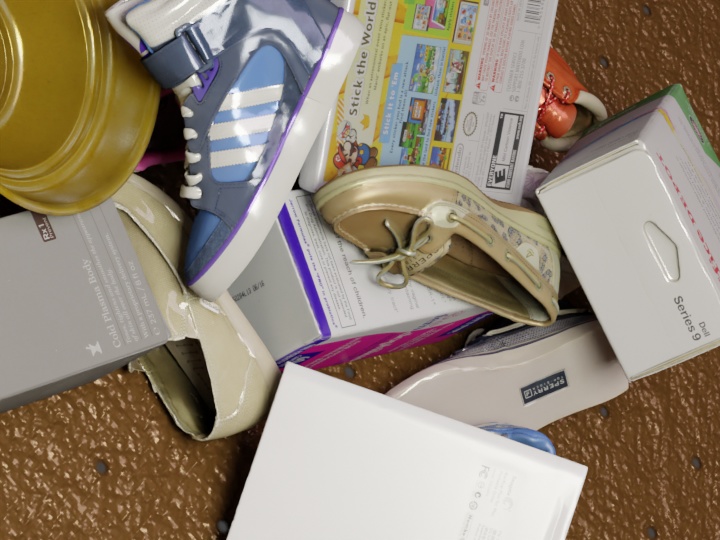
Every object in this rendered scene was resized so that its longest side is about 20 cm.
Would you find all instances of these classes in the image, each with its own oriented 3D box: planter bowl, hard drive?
[{"bbox_3d":[-0.212,-0.131,1.542,0.200,0.083,0.202,5,83,-54],"label":"planter bowl"},{"bbox_3d":[0.027,0.152,1.620,0.199,0.026,0.133,19,86,0],"label":"hard drive"}]

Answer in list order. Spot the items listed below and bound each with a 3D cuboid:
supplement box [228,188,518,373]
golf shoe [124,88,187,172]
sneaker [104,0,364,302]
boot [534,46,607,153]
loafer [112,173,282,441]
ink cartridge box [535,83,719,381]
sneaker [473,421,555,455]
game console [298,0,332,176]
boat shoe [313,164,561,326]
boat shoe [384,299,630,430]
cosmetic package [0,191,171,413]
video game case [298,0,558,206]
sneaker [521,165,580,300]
[{"bbox_3d":[0.000,0.000,1.720,0.199,0.101,0.104,-13,78,-43],"label":"supplement box"},{"bbox_3d":[-0.083,-0.112,1.657,0.199,0.092,0.076,-25,116,-9],"label":"golf shoe"},{"bbox_3d":[-0.101,-0.100,1.573,0.146,0.081,0.201,27,94,-9],"label":"sneaker"},{"bbox_3d":[0.105,-0.143,1.843,0.107,0.075,0.200,49,17,31],"label":"boot"},{"bbox_3d":[-0.124,0.023,1.620,0.200,0.075,0.068,52,40,-8],"label":"loafer"},{"bbox_3d":[0.200,-0.029,1.764,0.146,0.087,0.200,62,18,-7],"label":"ink cartridge box"},{"bbox_3d":[0.039,0.141,1.669,0.199,0.085,0.078,-23,90,-26],"label":"sneaker"},{"bbox_3d":[0.019,-0.171,1.671,0.176,0.031,0.202,-22,115,-40],"label":"game console"},{"bbox_3d":[0.056,-0.016,1.654,0.199,0.073,0.063,15,59,-37],"label":"boat shoe"},{"bbox_3d":[0.087,0.076,1.788,0.199,0.093,0.075,-15,108,-19],"label":"boat shoe"},{"bbox_3d":[-0.223,0.031,1.525,0.199,0.090,0.107,-21,86,-48],"label":"cosmetic package"},{"bbox_3d":[0.050,-0.143,1.675,0.181,0.023,0.202,4,100,-41],"label":"video game case"},{"bbox_3d":[0.094,-0.062,1.833,0.200,0.099,0.075,42,50,-14],"label":"sneaker"}]
